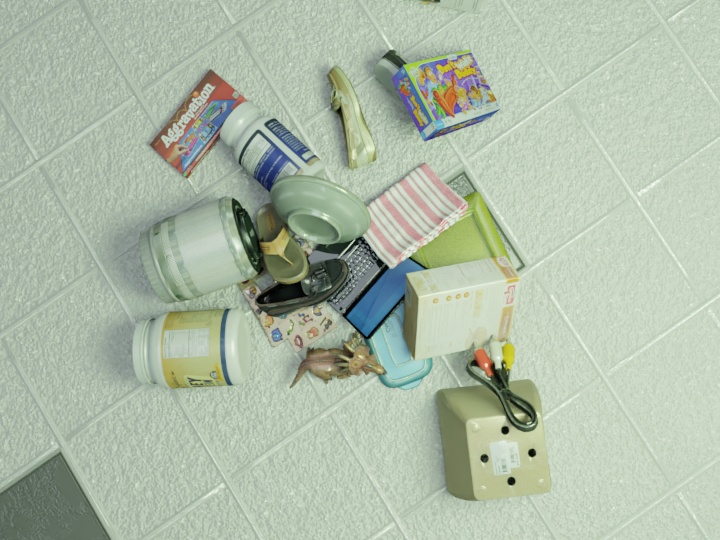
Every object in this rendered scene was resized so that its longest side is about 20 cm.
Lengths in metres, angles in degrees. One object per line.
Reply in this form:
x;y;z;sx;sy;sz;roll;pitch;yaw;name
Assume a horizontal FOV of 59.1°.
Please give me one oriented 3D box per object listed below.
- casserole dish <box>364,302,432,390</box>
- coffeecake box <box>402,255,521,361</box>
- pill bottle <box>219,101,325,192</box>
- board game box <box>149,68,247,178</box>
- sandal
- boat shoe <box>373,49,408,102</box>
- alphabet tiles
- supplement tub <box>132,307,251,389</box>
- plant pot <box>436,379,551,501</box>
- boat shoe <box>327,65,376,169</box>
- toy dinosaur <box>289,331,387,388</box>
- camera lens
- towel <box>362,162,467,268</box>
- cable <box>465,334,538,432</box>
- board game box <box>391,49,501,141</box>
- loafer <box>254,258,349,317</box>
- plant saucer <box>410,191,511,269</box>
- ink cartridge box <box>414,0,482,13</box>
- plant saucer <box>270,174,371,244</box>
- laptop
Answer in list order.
0.070;0.136;1.249;0.119;0.039;0.204;-20;85;0;casserole dish
0.183;0.070;1.172;0.195;0.074;0.156;-10;128;-12;coffeecake box
-0.173;-0.227;1.240;0.200;0.116;0.116;43;88;4;pill bottle
-0.330;-0.301;1.298;0.102;0.019;0.201;38;88;5;board game box
-0.162;-0.058;1.222;0.079;0.054;0.203;-26;59;4;sandal
0.117;-0.357;1.261;0.200;0.071;0.064;44;71;-5;boat shoe
-0.138;0.052;1.276;0.165;0.008;0.203;-31;86;-1;alphabet tiles
-0.316;0.149;1.207;0.195;0.144;0.148;-3;86;2;supplement tub
0.254;0.320;1.162;0.195;0.177;0.205;-6;86;1;plant pot
-0.029;-0.305;1.264;0.062;0.073;0.205;-22;93;-4;boat shoe
-0.052;0.172;1.201;0.195;0.136;0.088;-14;86;2;toy dinosaur
-0.298;-0.038;1.210;0.196;0.160;0.164;-19;86;1;camera lens
0.092;-0.111;1.227;0.198;0.030;0.147;-36;59;-9;towel
0.243;0.194;1.111;0.095;0.202;0.051;-9;124;0;cable
0.167;-0.338;1.218;0.198;0.045;0.137;-26;86;-37;board game box
-0.113;0.033;1.212;0.197;0.063;0.073;-26;67;18;loafer
0.190;-0.029;1.250;0.196;0.048;0.204;-25;86;0;plant saucer
0.160;-0.619;1.270;0.195;0.084;0.149;12;87;2;ink cartridge box
-0.080;-0.097;1.171;0.195;0.201;0.051;17;65;3;plant saucer
0.000;0.000;1.223;0.200;0.103;0.178;43;85;3;laptop
